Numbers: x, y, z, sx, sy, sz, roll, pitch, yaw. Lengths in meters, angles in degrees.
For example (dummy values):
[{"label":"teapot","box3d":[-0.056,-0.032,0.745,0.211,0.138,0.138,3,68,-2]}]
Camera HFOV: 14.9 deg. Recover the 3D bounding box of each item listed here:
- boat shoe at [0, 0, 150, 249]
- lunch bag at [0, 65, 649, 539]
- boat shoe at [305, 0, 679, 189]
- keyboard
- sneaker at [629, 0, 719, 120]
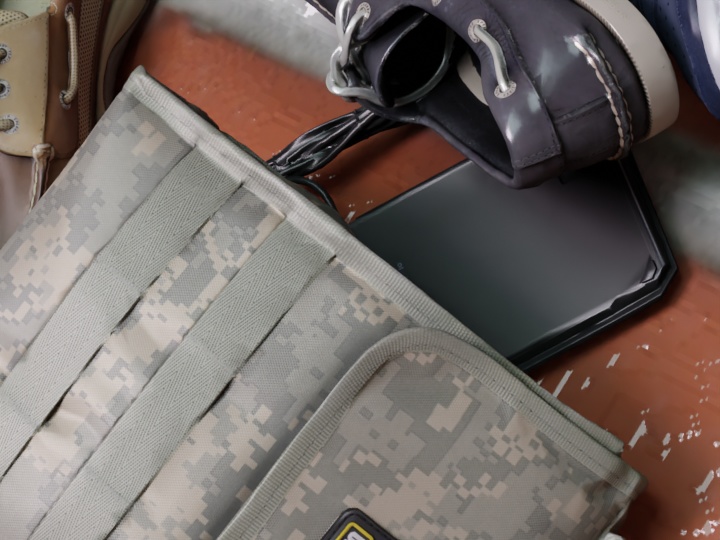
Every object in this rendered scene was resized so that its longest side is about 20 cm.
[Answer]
[{"label":"boat shoe","box3d":[-0.129,-0.070,0.993,0.076,0.074,0.200,-3,66,29]},{"label":"lunch bag","box3d":[-0.032,0.067,0.841,0.200,0.118,0.164,39,91,17]},{"label":"boat shoe","box3d":[0.016,-0.082,0.890,0.063,0.073,0.200,-35,41,-20]},{"label":"keyboard","box3d":[0.000,0.000,0.921,0.200,0.021,0.127,-28,62,15]},{"label":"sneaker","box3d":[0.074,-0.112,0.898,0.108,0.070,0.200,-22,52,15]}]
